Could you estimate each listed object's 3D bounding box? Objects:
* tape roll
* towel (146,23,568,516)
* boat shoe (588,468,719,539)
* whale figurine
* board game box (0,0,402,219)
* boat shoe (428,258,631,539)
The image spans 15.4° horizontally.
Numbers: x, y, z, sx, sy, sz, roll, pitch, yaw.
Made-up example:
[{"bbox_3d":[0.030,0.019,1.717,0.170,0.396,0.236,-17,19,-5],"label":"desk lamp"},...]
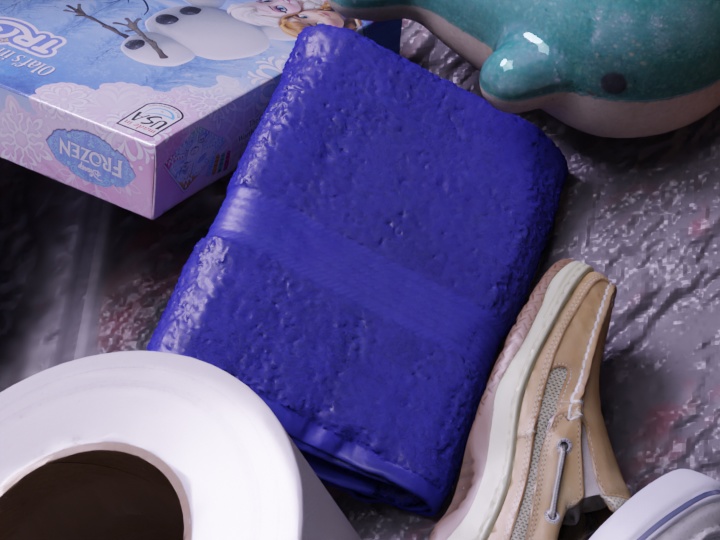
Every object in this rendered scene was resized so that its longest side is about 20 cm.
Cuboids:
[{"bbox_3d":[-0.092,0.153,1.102,0.202,0.139,0.203,-12,52,16],"label":"tape roll"},{"bbox_3d":[0.000,0.000,1.203,0.147,0.050,0.200,28,63,-8],"label":"towel"},{"bbox_3d":[0.102,0.174,1.037,0.086,0.075,0.202,27,72,38],"label":"boat shoe"},{"bbox_3d":[0.087,-0.140,1.233,0.199,0.104,0.159,16,46,13],"label":"whale figurine"},{"bbox_3d":[-0.116,-0.109,1.298,0.200,0.044,0.199,22,36,27],"label":"board game box"},{"bbox_3d":[0.083,0.092,1.123,0.076,0.072,0.201,14,69,17],"label":"boat shoe"}]
